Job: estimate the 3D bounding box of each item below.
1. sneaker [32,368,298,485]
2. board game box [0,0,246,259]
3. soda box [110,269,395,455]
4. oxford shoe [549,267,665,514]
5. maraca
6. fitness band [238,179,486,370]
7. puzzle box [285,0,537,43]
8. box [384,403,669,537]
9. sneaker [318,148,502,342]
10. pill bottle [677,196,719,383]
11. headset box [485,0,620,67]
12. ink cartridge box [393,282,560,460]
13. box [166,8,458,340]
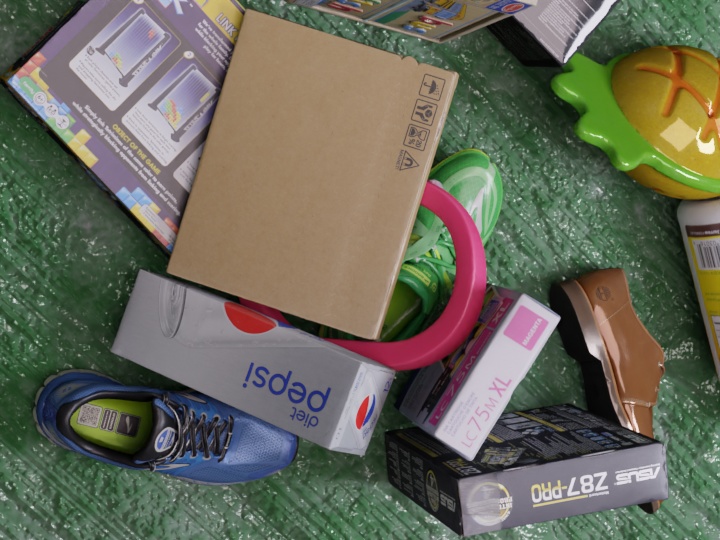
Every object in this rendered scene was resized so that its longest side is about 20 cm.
[{"bbox_3d":[-0.140,0.124,1.527,0.198,0.089,0.079,8,96,-16],"label":"sneaker"},{"bbox_3d":[-0.138,-0.124,1.516,0.165,0.057,0.200,-45,105,-8],"label":"board game box"},{"bbox_3d":[-0.079,0.065,1.491,0.199,0.063,0.069,22,91,26],"label":"soda box"},{"bbox_3d":[0.215,0.094,1.632,0.071,0.071,0.202,-21,100,-17],"label":"oxford shoe"},{"bbox_3d":[0.230,-0.116,1.574,0.199,0.138,0.107,4,136,-36],"label":"maraca"},{"bbox_3d":[0.000,0.000,1.516,0.198,0.037,0.145,3,86,27],"label":"fitness band"},{"bbox_3d":[0.034,-0.202,1.478,0.132,0.200,0.026,13,85,-15],"label":"puzzle box"},{"bbox_3d":[0.120,0.144,1.542,0.160,0.200,0.050,-6,97,-15],"label":"box"},{"bbox_3d":[0.048,0.000,1.566,0.074,0.084,0.201,36,86,-16],"label":"sneaker"},{"bbox_3d":[0.324,0.028,1.630,0.108,0.109,0.202,-18,101,-12],"label":"pill bottle"},{"bbox_3d":[0.143,-0.284,1.552,0.174,0.093,0.200,42,85,-15],"label":"headset box"},{"bbox_3d":[0.080,0.068,1.525,0.042,0.200,0.120,33,88,-7],"label":"ink cartridge box"},{"bbox_3d":[-0.035,-0.069,1.481,0.162,0.021,0.202,18,92,7],"label":"box"}]
